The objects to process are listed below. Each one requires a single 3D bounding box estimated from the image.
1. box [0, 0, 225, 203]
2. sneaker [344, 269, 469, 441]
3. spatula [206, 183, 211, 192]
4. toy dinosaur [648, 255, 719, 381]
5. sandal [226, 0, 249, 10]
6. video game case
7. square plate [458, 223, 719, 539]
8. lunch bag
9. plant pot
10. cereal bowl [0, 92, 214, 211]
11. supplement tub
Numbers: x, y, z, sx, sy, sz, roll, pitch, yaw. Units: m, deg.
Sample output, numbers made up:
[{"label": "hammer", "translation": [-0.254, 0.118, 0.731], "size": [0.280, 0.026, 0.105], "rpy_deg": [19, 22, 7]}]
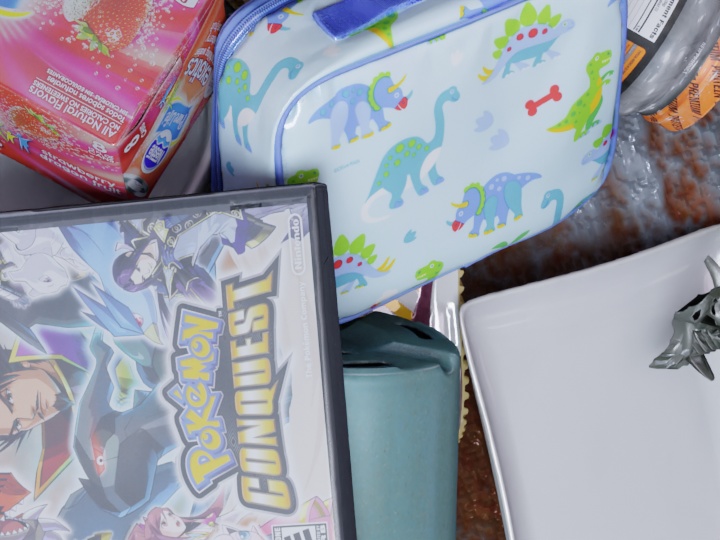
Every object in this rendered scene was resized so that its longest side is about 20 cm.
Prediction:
[{"label": "box", "translation": [-0.166, -0.120, 1.181], "size": [0.199, 0.100, 0.096], "rpy_deg": [29, 73, 8]}, {"label": "sneaker", "translation": [0.000, 0.000, 1.332], "size": [0.089, 0.075, 0.202], "rpy_deg": [-8, 93, -22]}, {"label": "spatula", "translation": [-0.050, -0.063, 1.342], "size": [0.200, 0.021, 0.057], "rpy_deg": [-42, 98, -12]}, {"label": "toy dinosaur", "translation": [0.238, 0.039, 1.345], "size": [0.102, 0.135, 0.201], "rpy_deg": [-26, 145, -49]}, {"label": "sandal", "translation": [-0.061, -0.151, 1.307], "size": [0.069, 0.078, 0.213], "rpy_deg": [18, 83, -6]}, {"label": "video game case", "translation": [-0.094, 0.069, 1.155], "size": [0.179, 0.025, 0.202], "rpy_deg": [-5, 90, 16]}, {"label": "square plate", "translation": [0.139, 0.093, 1.376], "size": [0.197, 0.028, 0.202], "rpy_deg": [-16, 96, -35]}, {"label": "lunch bag", "translation": [0.028, -0.076, 1.222], "size": [0.199, 0.083, 0.162], "rpy_deg": [-25, 139, -22]}, {"label": "plant pot", "translation": [-0.036, 0.123, 1.243], "size": [0.199, 0.200, 0.198], "rpy_deg": [2, 102, -17]}, {"label": "cereal bowl", "translation": [-0.162, -0.068, 1.259], "size": [0.198, 0.083, 0.202], "rpy_deg": [0, 71, 0]}, {"label": "supplement tub", "translation": [0.100, -0.159, 1.332], "size": [0.199, 0.122, 0.123], "rpy_deg": [29, 84, -17]}]
